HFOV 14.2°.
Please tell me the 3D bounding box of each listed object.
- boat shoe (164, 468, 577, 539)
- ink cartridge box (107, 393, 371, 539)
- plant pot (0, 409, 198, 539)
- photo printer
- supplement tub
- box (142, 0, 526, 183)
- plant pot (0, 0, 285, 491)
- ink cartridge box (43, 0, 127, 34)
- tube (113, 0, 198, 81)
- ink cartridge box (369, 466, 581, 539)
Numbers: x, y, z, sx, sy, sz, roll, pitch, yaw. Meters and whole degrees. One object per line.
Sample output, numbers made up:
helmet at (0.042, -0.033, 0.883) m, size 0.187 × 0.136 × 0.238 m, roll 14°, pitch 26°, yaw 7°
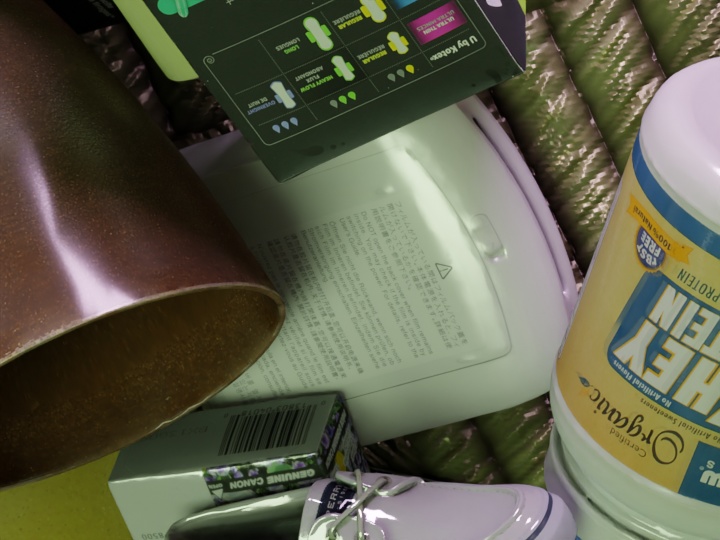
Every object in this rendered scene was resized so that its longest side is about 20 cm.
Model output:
boat shoe at (-0.003, 0.123, 1.280) m, size 0.200 × 0.074 × 0.067 m, roll -19°, pitch 119°, yaw 29°
ink cartridge box at (-0.034, 0.156, 1.394) m, size 0.109 × 0.050 × 0.200 m, roll -9°, pitch 123°, yaw 20°
plant pot at (-0.179, 0.136, 1.447) m, size 0.200 × 0.142 × 0.200 m, roll 17°, pitch 123°, yaw 28°
photo printer at (0.000, 0.000, 1.355) m, size 0.200 × 0.069 × 0.167 m, roll -17°, pitch 108°, yaw 31°
supplement tub at (0.165, 0.025, 1.246) m, size 0.144 × 0.145 × 0.200 m, roll 24°, pitch 124°, yaw 11°
box at (-0.030, -0.168, 1.189) m, size 0.124 × 0.149 × 0.200 m, roll -24°, pitch 124°, yaw 20°
plant pot at (-0.159, -0.030, 1.293) m, size 0.187 × 0.187 × 0.200 m, roll -39°, pitch 69°, yaw 35°
ink cartridge box at (-0.138, -0.149, 1.336) m, size 0.200 × 0.037 × 0.095 m, roll -14°, pitch 144°, yaw 28°
tube at (-0.112, -0.173, 1.239) m, size 0.052 × 0.058 × 0.200 m, roll -25°, pitch 119°, yaw 16°
ink cartridge box at (0.034, 0.154, 1.442) m, size 0.200 × 0.039 × 0.100 m, roll 9°, pitch 119°, yaw 20°
